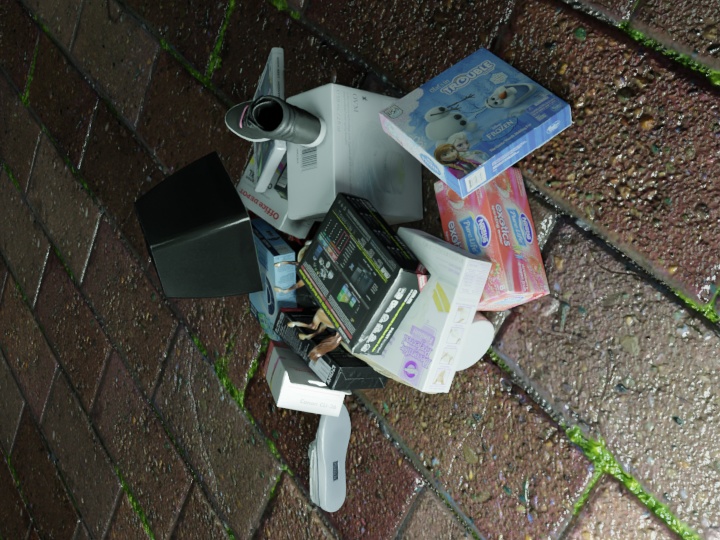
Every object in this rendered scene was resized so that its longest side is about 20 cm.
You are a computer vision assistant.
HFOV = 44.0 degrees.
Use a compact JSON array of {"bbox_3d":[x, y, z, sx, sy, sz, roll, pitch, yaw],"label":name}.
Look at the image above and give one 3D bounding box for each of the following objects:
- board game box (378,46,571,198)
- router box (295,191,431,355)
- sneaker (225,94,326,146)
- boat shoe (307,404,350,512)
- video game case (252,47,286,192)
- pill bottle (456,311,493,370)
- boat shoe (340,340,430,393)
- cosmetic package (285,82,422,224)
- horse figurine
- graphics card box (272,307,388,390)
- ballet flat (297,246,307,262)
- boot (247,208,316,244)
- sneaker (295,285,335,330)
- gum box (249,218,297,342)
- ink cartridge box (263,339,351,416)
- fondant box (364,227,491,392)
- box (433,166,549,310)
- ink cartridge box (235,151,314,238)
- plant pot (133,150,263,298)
[{"bbox_3d":[0.163,-0.220,1.291,0.199,0.200,0.043,46,164,39],"label":"board game box"},{"bbox_3d":[-0.001,0.004,1.305,0.150,0.062,0.200,-58,45,23],"label":"router box"},{"bbox_3d":[-0.156,-0.241,1.382,0.199,0.099,0.071,16,89,35],"label":"sneaker"},{"bbox_3d":[-0.066,0.331,1.608,0.065,0.073,0.201,8,94,44],"label":"boat shoe"},{"bbox_3d":[-0.159,-0.254,1.534,0.200,0.023,0.183,137,132,-67],"label":"video game case"},{"bbox_3d":[0.109,0.057,1.387,0.200,0.113,0.113,47,122,40],"label":"pill bottle"},{"bbox_3d":[0.047,0.147,1.470,0.199,0.072,0.065,19,134,31],"label":"boat shoe"},{"bbox_3d":[-0.007,-0.182,1.461,0.123,0.199,0.201,-6,84,46],"label":"cosmetic package"},{"bbox_3d":[-0.071,0.046,1.459,0.132,0.050,0.201,-15,96,29],"label":"horse figurine"},{"bbox_3d":[-0.050,0.134,1.557,0.200,0.125,0.051,38,114,42],"label":"graphics card box"},{"bbox_3d":[-0.035,-0.033,1.466,0.200,0.069,0.070,-15,78,51],"label":"ballet flat"},{"bbox_3d":[-0.165,-0.087,1.740,0.200,0.072,0.145,-42,60,35],"label":"boot"},{"bbox_3d":[-0.069,0.048,1.585,0.104,0.060,0.200,-25,33,22],"label":"sneaker"},{"bbox_3d":[-0.168,0.025,1.687,0.170,0.044,0.201,-137,41,-54],"label":"gum box"},{"bbox_3d":[-0.095,0.194,1.559,0.200,0.116,0.068,-132,56,-69],"label":"ink cartridge box"},{"bbox_3d":[0.090,0.055,1.285,0.144,0.058,0.201,27,104,45],"label":"fondant box"},{"bbox_3d":[0.192,-0.048,1.307,0.094,0.102,0.201,-25,69,44],"label":"box"},{"bbox_3d":[-0.124,-0.181,1.634,0.146,0.083,0.201,34,99,33],"label":"ink cartridge box"},{"bbox_3d":[-0.301,-0.064,1.626,0.201,0.177,0.200,87,158,-47],"label":"plant pot"}]
